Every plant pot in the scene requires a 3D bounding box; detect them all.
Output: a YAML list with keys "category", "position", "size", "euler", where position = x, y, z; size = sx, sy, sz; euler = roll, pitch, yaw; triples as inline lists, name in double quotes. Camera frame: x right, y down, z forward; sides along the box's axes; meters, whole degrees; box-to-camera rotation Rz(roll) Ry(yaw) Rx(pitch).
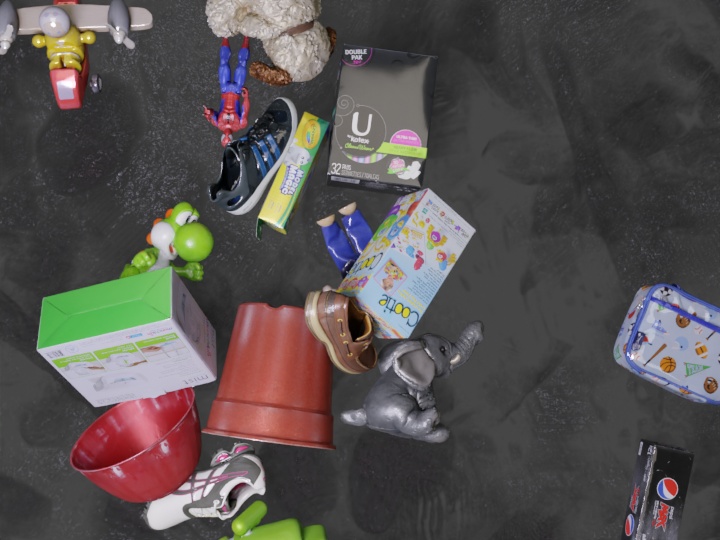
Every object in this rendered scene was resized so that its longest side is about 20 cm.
- category: "plant pot"
  position: [-0.122, 0.155, 1.353]
  size: [0.200, 0.201, 0.196]
  euler: [8, 80, -3]

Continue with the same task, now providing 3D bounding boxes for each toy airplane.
- category: "toy airplane"
  position: [-0.442, -0.371, 1.366]
  size: [0.199, 0.141, 0.200]
  euler: [43, 87, -1]

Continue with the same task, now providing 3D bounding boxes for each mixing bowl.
- category: "mixing bowl"
  position: [-0.311, 0.268, 1.345]
  size: [0.200, 0.200, 0.109]
  euler: [-27, 111, -4]

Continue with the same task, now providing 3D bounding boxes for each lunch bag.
- category: "lunch bag"
  position: [0.510, 0.111, 1.444]
  size: [0.200, 0.076, 0.161]
  euler: [26, 85, -3]

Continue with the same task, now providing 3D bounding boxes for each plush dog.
- category: "plush dog"
  position: [-0.105, -0.370, 1.372]
  size: [0.200, 0.160, 0.172]
  euler: [-35, 114, -28]

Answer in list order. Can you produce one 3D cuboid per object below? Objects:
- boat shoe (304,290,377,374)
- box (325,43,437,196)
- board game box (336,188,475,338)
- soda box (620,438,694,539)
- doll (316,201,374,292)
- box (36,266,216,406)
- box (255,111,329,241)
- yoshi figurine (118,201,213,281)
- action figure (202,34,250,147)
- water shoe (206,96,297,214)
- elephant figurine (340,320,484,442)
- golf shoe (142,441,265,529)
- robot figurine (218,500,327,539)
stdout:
- category: "boat shoe"
  position: [-0.013, 0.094, 1.317]
  size: [0.067, 0.200, 0.072]
  euler: [-5, 57, 22]
- category: "box"
  position: [0.030, -0.226, 1.398]
  size: [0.148, 0.124, 0.201]
  euler: [8, 87, -4]
- category: "board game box"
  position: [0.064, -0.008, 1.371]
  size: [0.105, 0.103, 0.200]
  euler: [40, 71, -17]
- category: "soda box"
  position: [0.465, 0.373, 1.437]
  size: [0.071, 0.063, 0.201]
  euler: [13, 88, -4]
- category: "doll"
  position: [0.000, 0.000, 1.427]
  size: [0.136, 0.048, 0.200]
  euler: [-29, 97, -13]
- category: "box"
  position: [-0.330, 0.103, 1.317]
  size: [0.199, 0.177, 0.097]
  euler: [-14, 53, 8]
- category: "box"
  position: [-0.106, -0.133, 1.391]
  size: [0.048, 0.117, 0.200]
  euler: [25, 88, -2]
- category: "yoshi figurine"
  position: [-0.294, -0.006, 1.386]
  size: [0.112, 0.112, 0.200]
  euler: [31, 85, -10]
- category: "action figure"
  position: [-0.201, -0.292, 1.403]
  size: [0.065, 0.099, 0.201]
  euler: [4, 91, -3]
- category: "water shoe"
  position: [-0.163, -0.182, 1.398]
  size: [0.071, 0.079, 0.200]
  euler: [23, 87, 38]
- category: "elephant figurine"
  position: [0.086, 0.155, 1.404]
  size: [0.141, 0.155, 0.201]
  euler: [1, 74, 39]
- category: "golf shoe"
  position: [-0.236, 0.340, 1.374]
  size: [0.200, 0.088, 0.077]
  euler: [-32, 133, -2]
- category: "robot figurine"
  position: [-0.143, 0.444, 1.372]
  size: [0.199, 0.116, 0.176]
  euler: [-14, 101, -3]
